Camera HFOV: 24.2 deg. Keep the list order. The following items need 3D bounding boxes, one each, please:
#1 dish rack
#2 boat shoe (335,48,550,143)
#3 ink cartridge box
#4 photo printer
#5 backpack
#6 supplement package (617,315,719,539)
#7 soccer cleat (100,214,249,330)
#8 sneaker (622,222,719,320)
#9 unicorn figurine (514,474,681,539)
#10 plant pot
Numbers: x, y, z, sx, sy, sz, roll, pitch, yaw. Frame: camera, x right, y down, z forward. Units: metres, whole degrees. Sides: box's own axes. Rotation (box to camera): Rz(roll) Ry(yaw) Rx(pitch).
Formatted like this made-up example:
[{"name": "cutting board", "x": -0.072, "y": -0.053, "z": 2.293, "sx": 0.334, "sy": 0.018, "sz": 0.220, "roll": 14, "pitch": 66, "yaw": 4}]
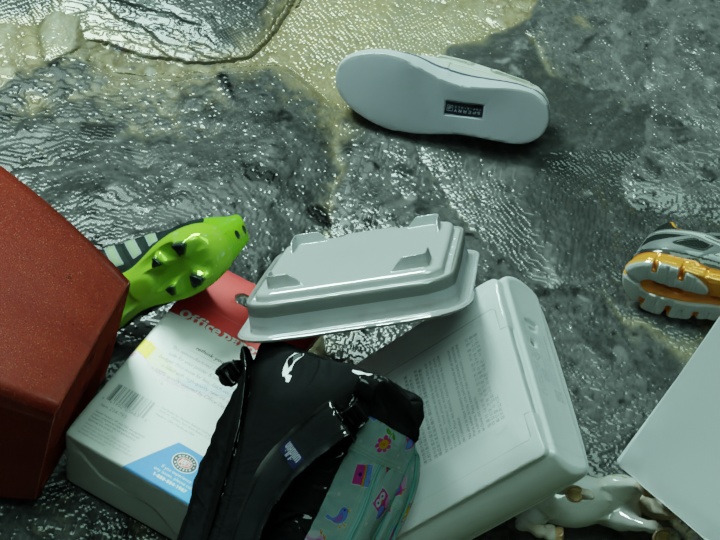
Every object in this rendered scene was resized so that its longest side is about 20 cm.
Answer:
[{"name": "dish rack", "x": 0.000, "y": 0.000, "z": 1.257, "sx": 0.171, "sy": 0.044, "sz": 0.200, "roll": -9, "pitch": 12, "yaw": 9}, {"name": "boat shoe", "x": 0.077, "y": -0.166, "z": 1.548, "sx": 0.199, "sy": 0.071, "sz": 0.070, "roll": 9, "pitch": 23, "yaw": 5}, {"name": "ink cartridge box", "x": -0.123, "y": 0.100, "z": 1.294, "sx": 0.116, "sy": 0.067, "sz": 0.200, "roll": 27, "pitch": 53, "yaw": 14}, {"name": "photo printer", "x": 0.059, "y": 0.120, "z": 1.237, "sx": 0.069, "sy": 0.200, "sz": 0.167, "roll": 27, "pitch": 38, "yaw": -44}, {"name": "backpack", "x": -0.043, "y": 0.162, "z": 1.171, "sx": 0.167, "sy": 0.126, "sz": 0.200, "roll": 12, "pitch": 77, "yaw": 54}, {"name": "supplement package", "x": 0.331, "y": 0.132, "z": 1.220, "sx": 0.191, "sy": 0.147, "sz": 0.200, "roll": 40, "pitch": 21, "yaw": 24}, {"name": "soccer cleat", "x": -0.174, "y": 0.003, "z": 1.329, "sx": 0.200, "sy": 0.068, "sz": 0.081, "roll": -16, "pitch": 12, "yaw": 33}, {"name": "sneaker", "x": 0.327, "y": 0.009, "z": 1.423, "sx": 0.200, "sy": 0.078, "sz": 0.077, "roll": 19, "pitch": 45, "yaw": 9}, {"name": "unicorn figurine", "x": 0.152, "y": 0.166, "z": 1.263, "sx": 0.200, "sy": 0.137, "sz": 0.074, "roll": 23, "pitch": 88, "yaw": -16}, {"name": "plant pot", "x": -0.283, "y": 0.054, "z": 1.243, "sx": 0.176, "sy": 0.200, "sz": 0.200, "roll": 24, "pitch": 51, "yaw": -1}]
